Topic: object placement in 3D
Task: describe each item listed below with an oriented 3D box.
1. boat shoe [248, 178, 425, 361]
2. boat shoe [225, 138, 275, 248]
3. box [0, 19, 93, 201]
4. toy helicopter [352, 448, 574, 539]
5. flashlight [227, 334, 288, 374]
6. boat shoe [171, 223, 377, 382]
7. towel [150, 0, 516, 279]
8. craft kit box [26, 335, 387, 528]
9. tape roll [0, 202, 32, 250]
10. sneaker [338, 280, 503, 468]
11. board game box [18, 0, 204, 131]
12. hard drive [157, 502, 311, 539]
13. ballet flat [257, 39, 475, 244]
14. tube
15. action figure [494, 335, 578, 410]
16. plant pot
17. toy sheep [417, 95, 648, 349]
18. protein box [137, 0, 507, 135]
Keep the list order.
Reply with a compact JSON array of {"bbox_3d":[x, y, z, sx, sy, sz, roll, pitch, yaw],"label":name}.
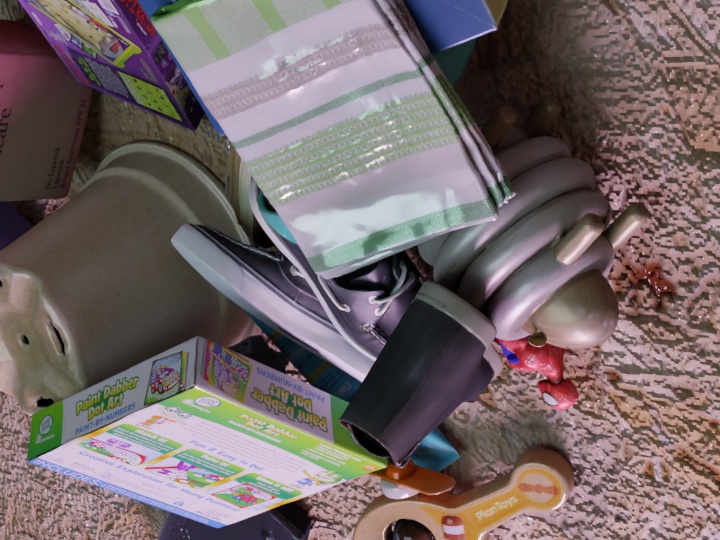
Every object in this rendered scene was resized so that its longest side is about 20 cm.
[{"bbox_3d":[0.000,0.000,1.099,0.200,0.076,0.060,42,163,-11],"label":"boat shoe"},{"bbox_3d":[-0.074,-0.112,1.138,0.076,0.071,0.201,42,135,31],"label":"boat shoe"},{"bbox_3d":[-0.322,-0.129,1.224,0.108,0.199,0.129,25,107,28],"label":"box"},{"bbox_3d":[0.073,0.181,1.174,0.199,0.079,0.133,-32,97,32],"label":"toy helicopter"},{"bbox_3d":[-0.123,0.117,1.264,0.067,0.068,0.199,35,147,-20],"label":"flashlight"},{"bbox_3d":[-0.045,0.012,1.152,0.199,0.068,0.072,33,170,-1],"label":"boat shoe"},{"bbox_3d":[-0.017,-0.092,0.907,0.148,0.031,0.201,-21,117,28],"label":"towel"},{"bbox_3d":[-0.115,0.129,1.171,0.196,0.199,0.049,-22,54,38],"label":"craft kit box"},{"bbox_3d":[-0.370,0.024,1.372,0.085,0.200,0.201,44,134,12],"label":"tape roll"},{"bbox_3d":[0.034,0.075,1.009,0.075,0.107,0.200,35,173,13],"label":"sneaker"},{"bbox_3d":[-0.192,-0.177,1.137,0.119,0.033,0.200,20,164,17],"label":"board game box"},{"bbox_3d":[-0.117,0.254,1.395,0.135,0.042,0.201,40,132,16],"label":"hard drive"},{"bbox_3d":[-0.002,-0.099,0.998,0.201,0.070,0.068,-54,43,20],"label":"ballet flat"},{"bbox_3d":[-0.008,0.086,1.210,0.200,0.050,0.077,48,142,1],"label":"tube"},{"bbox_3d":[0.083,0.017,1.076,0.200,0.065,0.052,49,113,10],"label":"action figure"},{"bbox_3d":[-0.211,0.022,1.245,0.199,0.183,0.202,20,126,31],"label":"plant pot"},{"bbox_3d":[0.098,-0.033,0.993,0.201,0.137,0.138,57,138,21],"label":"toy sheep"},{"bbox_3d":[-0.033,-0.222,0.921,0.198,0.135,0.199,-18,118,27],"label":"protein box"}]
